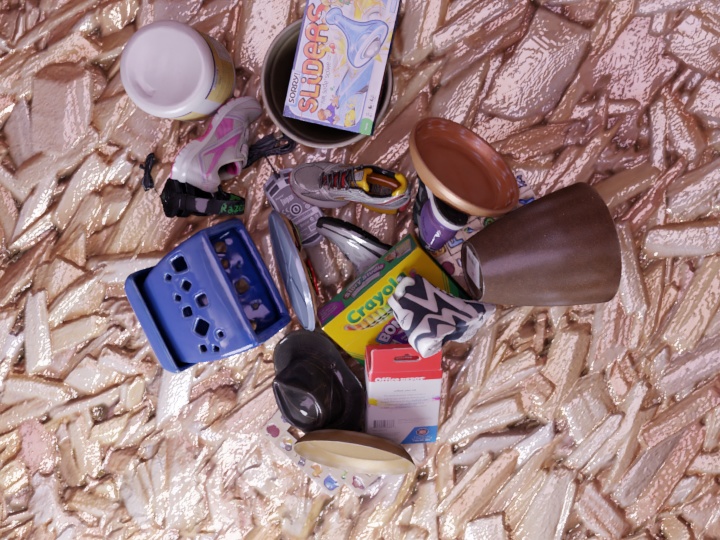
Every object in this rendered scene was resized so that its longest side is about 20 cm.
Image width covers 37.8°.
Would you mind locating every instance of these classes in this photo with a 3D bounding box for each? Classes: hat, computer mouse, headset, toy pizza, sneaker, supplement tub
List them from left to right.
[{"bbox_3d":[-0.278,-0.308,1.652,0.144,0.200,0.146,1,95,7],"label":"supplement tub"},{"bbox_3d":[-0.278,-0.133,1.712,0.199,0.123,0.095,13,100,29],"label":"headset"},{"bbox_3d":[-0.214,-0.195,1.686,0.088,0.081,0.200,36,64,3],"label":"sneaker"},{"bbox_3d":[-0.121,-0.126,1.729,0.109,0.044,0.201,-28,86,3],"label":"computer mouse"},{"bbox_3d":[-0.100,-0.003,1.665,0.032,0.200,0.201,-18,93,-12],"label":"toy pizza"},{"bbox_3d":[-0.091,0.201,1.690,0.200,0.081,0.202,16,116,35],"label":"hat"},{"bbox_3d":[-0.015,-0.144,1.677,0.199,0.082,0.078,5,73,-1],"label":"sneaker"},{"bbox_3d":[0.000,0.000,1.694,0.200,0.076,0.116,28,99,-10],"label":"sneaker"},{"bbox_3d":[0.105,-0.115,1.645,0.075,0.201,0.088,21,130,-23],"label":"sneaker"},{"bbox_3d":[0.116,0.049,1.602,0.130,0.199,0.080,49,132,18],"label":"sneaker"}]

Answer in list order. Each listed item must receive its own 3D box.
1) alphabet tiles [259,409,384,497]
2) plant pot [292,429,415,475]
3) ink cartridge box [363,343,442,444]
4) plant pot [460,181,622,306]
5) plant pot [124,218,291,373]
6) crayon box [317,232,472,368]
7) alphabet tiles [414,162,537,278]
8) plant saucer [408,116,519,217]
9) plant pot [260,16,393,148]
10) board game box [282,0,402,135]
[{"bbox_3d":[-0.044,0.277,1.771,0.200,0.008,0.167,42,98,2],"label":"alphabet tiles"},{"bbox_3d":[-0.009,0.289,1.679,0.199,0.200,0.028,6,68,7],"label":"plant pot"},{"bbox_3d":[0.065,0.181,1.661,0.115,0.067,0.201,-2,126,-6],"label":"ink cartridge box"},{"bbox_3d":[0.259,-0.022,1.584,0.199,0.187,0.188,-12,94,-12],"label":"plant pot"},{"bbox_3d":[-0.251,0.048,1.686,0.179,0.200,0.201,-25,92,14],"label":"plant pot"},{"bbox_3d":[0.060,0.067,1.671,0.200,0.058,0.173,-40,122,9],"label":"crayon box"},{"bbox_3d":[0.197,-0.070,1.708,0.199,0.006,0.167,-28,91,9],"label":"alphabet tiles"},{"bbox_3d":[0.155,-0.154,1.623,0.200,0.200,0.037,42,127,2],"label":"plant saucer"},{"bbox_3d":[-0.042,-0.287,1.636,0.199,0.174,0.201,1,95,7],"label":"plant pot"},{"bbox_3d":[-0.026,-0.308,1.528,0.135,0.034,0.201,13,97,6],"label":"board game box"}]
